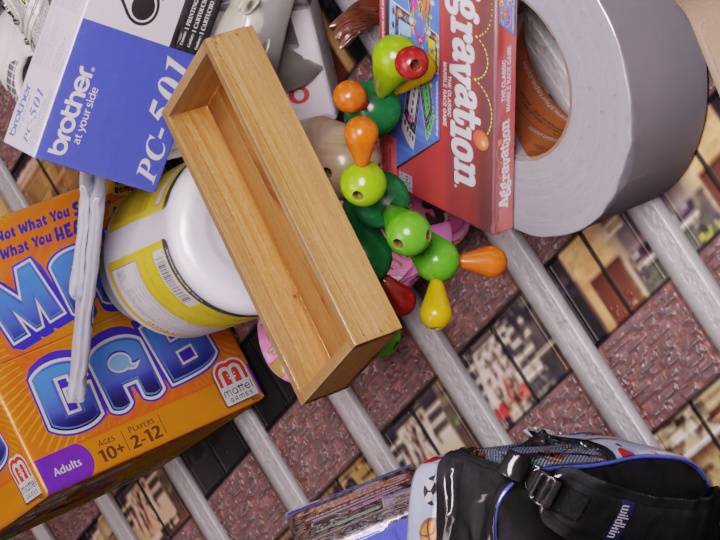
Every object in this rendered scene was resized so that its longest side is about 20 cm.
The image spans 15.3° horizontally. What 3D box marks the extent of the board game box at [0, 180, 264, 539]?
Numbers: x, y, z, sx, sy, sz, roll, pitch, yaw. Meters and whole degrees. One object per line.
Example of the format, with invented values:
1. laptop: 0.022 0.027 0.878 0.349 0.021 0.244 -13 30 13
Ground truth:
1. board game box: -0.235 0.071 2.007 0.200 0.200 0.200 -35 81 54

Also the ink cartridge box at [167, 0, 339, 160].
1. ink cartridge box: -0.105 -0.181 1.734 0.085 0.145 0.200 -89 -15 -74

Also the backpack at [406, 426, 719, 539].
1. backpack: 0.124 0.184 1.611 0.154 0.190 0.200 23 112 54

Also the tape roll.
1. tape roll: 0.109 -0.123 1.570 0.200 0.066 0.200 29 130 42

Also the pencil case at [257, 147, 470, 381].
1. pencil case: 0.000 0.000 1.766 0.086 0.083 0.200 36 139 1

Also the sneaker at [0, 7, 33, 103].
1. sneaker: -0.193 -0.198 1.860 0.200 0.076 0.081 -51 50 36

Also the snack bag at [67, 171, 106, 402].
1. snack bag: -0.185 -0.042 1.823 0.189 0.021 0.200 -92 9 -46

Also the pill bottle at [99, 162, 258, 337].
1. pill bottle: -0.105 -0.015 1.775 0.200 0.112 0.112 -18 94 66

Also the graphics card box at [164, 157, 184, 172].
1. graphics card box: -0.127 -0.113 1.895 0.200 0.051 0.126 28 130 43

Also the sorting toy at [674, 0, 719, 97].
1. sorting toy: 0.267 -0.089 1.414 0.185 0.036 0.200 -21 96 55

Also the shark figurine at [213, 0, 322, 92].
1. shark figurine: -0.043 -0.147 1.662 0.215 0.089 0.128 -58 42 17

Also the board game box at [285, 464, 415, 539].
1. board game box: 0.027 0.228 1.766 0.200 0.097 0.160 -158 48 -85

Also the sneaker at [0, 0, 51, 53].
1. sneaker: -0.227 -0.199 1.785 0.078 0.082 0.200 176 81 -83

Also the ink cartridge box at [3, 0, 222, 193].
1. ink cartridge box: -0.139 -0.156 1.640 0.044 0.094 0.200 26 98 52

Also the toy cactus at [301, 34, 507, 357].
1. toy cactus: 0.012 -0.056 1.589 0.165 0.102 0.200 -135 33 -58

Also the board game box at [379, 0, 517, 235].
1. board game box: 0.050 -0.128 1.571 0.103 0.019 0.200 27 129 41

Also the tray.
1. tray: -0.047 -0.032 1.557 0.200 0.037 0.099 65 153 14

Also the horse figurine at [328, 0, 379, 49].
1. horse figurine: 0.000 -0.241 1.661 0.132 0.050 0.200 4 110 58
